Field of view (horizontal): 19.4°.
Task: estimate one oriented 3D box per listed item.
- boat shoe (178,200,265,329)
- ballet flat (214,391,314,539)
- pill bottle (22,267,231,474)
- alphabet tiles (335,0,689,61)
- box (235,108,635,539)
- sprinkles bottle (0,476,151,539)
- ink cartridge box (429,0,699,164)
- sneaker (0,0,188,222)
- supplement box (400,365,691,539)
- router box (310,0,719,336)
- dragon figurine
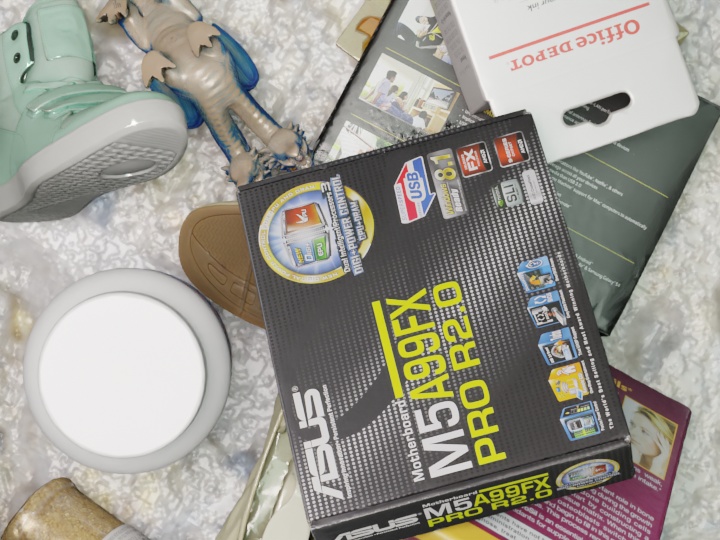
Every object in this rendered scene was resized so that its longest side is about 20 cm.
[{"bbox_3d":[0.000,0.000,1.158,0.200,0.065,0.071,13,110,7],"label":"boat shoe"},{"bbox_3d":[-0.027,0.107,1.201,0.069,0.069,0.200,22,88,-3],"label":"ballet flat"},{"bbox_3d":[-0.123,0.052,1.128,0.109,0.200,0.109,0,90,-4],"label":"pill bottle"},{"bbox_3d":[0.090,-0.137,1.241,0.166,0.006,0.200,36,87,-3],"label":"alphabet tiles"},{"bbox_3d":[0.034,0.029,1.051,0.160,0.044,0.200,-14,59,2],"label":"box"},{"bbox_3d":[-0.108,0.196,1.170,0.200,0.068,0.068,34,87,13],"label":"sprinkles bottle"},{"bbox_3d":[0.097,-0.160,1.155,0.115,0.068,0.200,-19,89,-6],"label":"ink cartridge box"},{"bbox_3d":[-0.158,-0.099,1.136,0.074,0.200,0.118,-2,82,-31],"label":"sneaker"},{"bbox_3d":[0.086,0.132,1.134,0.131,0.200,0.103,30,128,-1],"label":"supplement box"},{"bbox_3d":[0.086,-0.071,1.211,0.200,0.051,0.149,28,86,-3],"label":"router box"},{"bbox_3d":[-0.097,-0.120,1.197,0.059,0.099,0.200,-37,54,-1],"label":"dragon figurine"}]
